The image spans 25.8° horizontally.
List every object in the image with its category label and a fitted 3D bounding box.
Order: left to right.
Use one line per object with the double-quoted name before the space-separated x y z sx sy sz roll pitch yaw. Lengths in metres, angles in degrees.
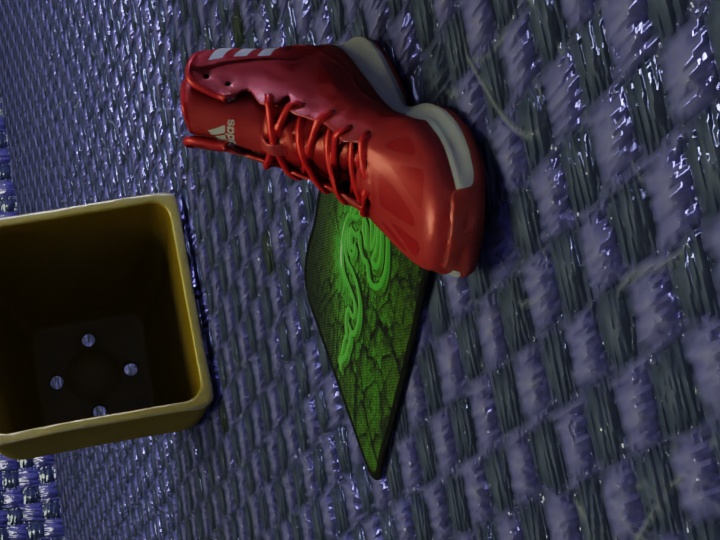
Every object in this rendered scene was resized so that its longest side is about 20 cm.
"plant pot" -0.243 0.069 1.409 0.200 0.193 0.196 106 153 -71
"sneaker" -0.023 -0.052 0.744 0.200 0.114 0.079 -129 39 -59
"mouse mat" 0.000 0.000 0.882 0.201 0.007 0.162 103 154 -45
